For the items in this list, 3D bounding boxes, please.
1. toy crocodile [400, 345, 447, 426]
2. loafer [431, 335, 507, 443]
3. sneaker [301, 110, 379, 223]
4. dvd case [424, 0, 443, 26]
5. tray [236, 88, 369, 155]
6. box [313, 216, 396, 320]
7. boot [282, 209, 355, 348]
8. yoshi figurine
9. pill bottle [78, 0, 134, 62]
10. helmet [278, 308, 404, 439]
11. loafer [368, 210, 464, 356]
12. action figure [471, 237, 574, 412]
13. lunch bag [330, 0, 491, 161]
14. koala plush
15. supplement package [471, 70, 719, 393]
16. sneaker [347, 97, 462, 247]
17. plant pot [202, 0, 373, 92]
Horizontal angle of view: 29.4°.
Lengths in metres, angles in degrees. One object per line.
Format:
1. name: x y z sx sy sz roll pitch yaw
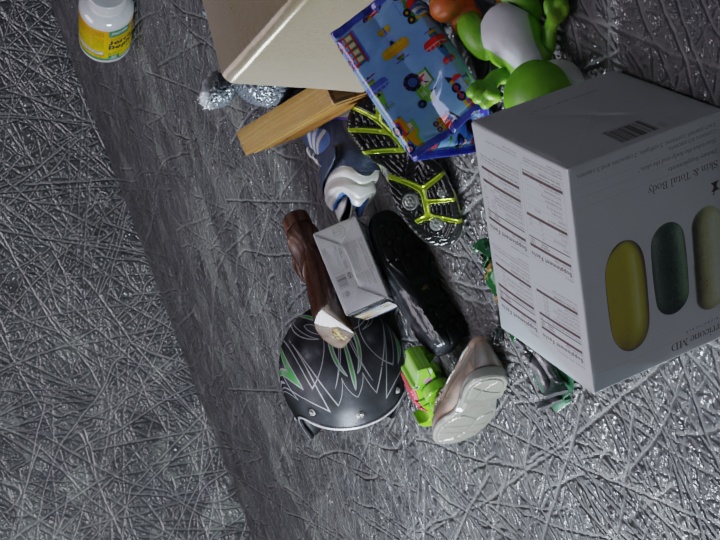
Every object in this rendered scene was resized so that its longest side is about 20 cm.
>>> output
1. toy crocodile: 0.084 0.151 1.800 0.068 0.061 0.200 61 179 23
2. loafer: 0.134 0.151 1.710 0.200 0.071 0.063 114 150 -56
3. sneaker: -0.035 -0.133 1.792 0.200 0.080 0.148 178 98 -66
4. dvd case: 0.056 -0.255 1.566 0.143 0.017 0.201 52 155 45
5. tray: -0.058 -0.196 1.670 0.199 0.098 0.037 -20 93 52
6. box: 0.000 0.000 1.812 0.200 0.060 0.118 33 -146 -81
7. boot: -0.041 0.041 1.840 0.187 0.064 0.201 58 -174 -49
8. yoshi figurine: 0.142 -0.197 1.243 0.201 0.111 0.113 58 152 23
9. pill bottle: -0.518 -0.518 2.797 0.114 0.112 0.200 65 161 14
10. helmet: -0.026 0.142 1.955 0.191 0.199 0.201 96 149 -67
11. loafer: 0.063 0.018 1.750 0.202 0.068 0.070 62 152 14
12. action figure: 0.173 0.052 1.503 0.118 0.054 0.201 102 147 -64
13. lunch bag: 0.073 -0.192 1.390 0.151 0.094 0.200 57 -165 8
14. koala plush: -0.105 -0.262 1.682 0.200 0.176 0.185 -69 -35 -59
15. supplement package: 0.205 -0.037 1.150 0.151 0.151 0.202 38 144 57
16. sneaker: 0.064 -0.121 1.629 0.201 0.075 0.076 59 -159 3
17. plant pot: -0.046 -0.329 1.479 0.177 0.198 0.202 -37 63 46
